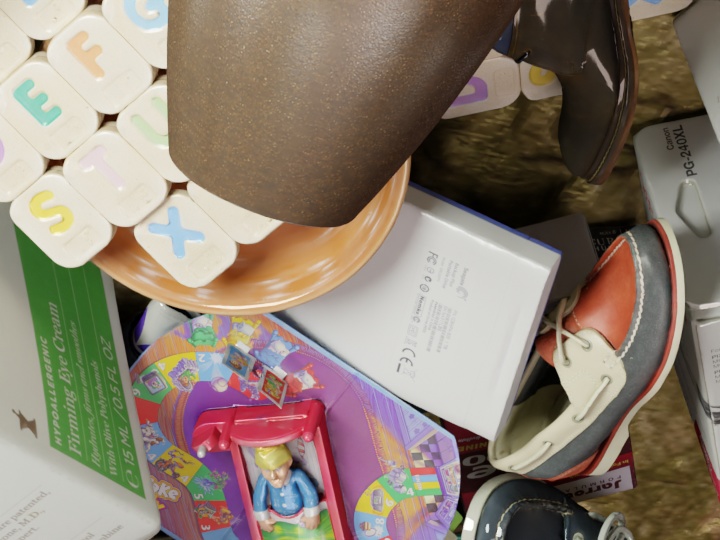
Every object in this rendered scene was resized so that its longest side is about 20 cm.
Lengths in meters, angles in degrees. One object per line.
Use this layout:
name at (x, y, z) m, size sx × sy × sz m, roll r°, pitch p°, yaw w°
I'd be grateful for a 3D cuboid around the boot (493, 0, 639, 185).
boot at (0.093, -0.128, 1.407) m, size 0.097 × 0.075 × 0.200 m, roll 0°, pitch 129°, yaw -4°

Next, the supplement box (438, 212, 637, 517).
supplement box at (0.095, 0.062, 1.601) m, size 0.109 × 0.061 × 0.200 m, roll -14°, pitch 141°, yaw 1°

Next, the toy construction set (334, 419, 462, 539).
toy construction set at (0.020, 0.150, 1.618) m, size 0.092 × 0.131 × 0.200 m, roll -37°, pitch 111°, yaw -18°

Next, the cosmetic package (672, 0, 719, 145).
cosmetic package at (0.242, -0.067, 1.431) m, size 0.102 × 0.200 × 0.074 m, roll 24°, pitch 128°, yaw -37°

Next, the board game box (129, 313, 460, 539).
board game box at (-0.048, 0.117, 1.522) m, size 0.200 × 0.039 × 0.158 m, roll 34°, pitch 118°, yaw -8°

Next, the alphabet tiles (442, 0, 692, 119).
alphabet tiles at (0.079, -0.157, 1.425) m, size 0.195 × 0.015 × 0.200 m, roll -11°, pitch 140°, yaw -3°

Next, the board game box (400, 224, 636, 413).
board game box at (0.059, 0.032, 1.626) m, size 0.200 × 0.028 × 0.135 m, roll -3°, pitch 138°, yaw -11°

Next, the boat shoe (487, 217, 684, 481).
boat shoe at (0.122, 0.046, 1.495) m, size 0.063 × 0.071 × 0.200 m, roll 2°, pitch 141°, yaw -15°

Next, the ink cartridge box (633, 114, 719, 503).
ink cartridge box at (0.219, 0.024, 1.572) m, size 0.083 × 0.145 × 0.200 m, roll -14°, pitch 140°, yaw 2°

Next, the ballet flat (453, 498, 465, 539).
ballet flat at (0.025, 0.181, 1.757) m, size 0.200 × 0.068 × 0.068 m, roll -29°, pitch 139°, yaw 17°

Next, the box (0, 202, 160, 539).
box at (-0.242, 0.080, 1.464) m, size 0.200 × 0.199 × 0.171 m, roll -36°, pitch 135°, yaw 22°

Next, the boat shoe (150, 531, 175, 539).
boat shoe at (-0.089, 0.140, 1.683) m, size 0.200 × 0.062 × 0.075 m, roll 1°, pitch 138°, yaw -17°

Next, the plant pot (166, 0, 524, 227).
plant pot at (-0.011, -0.128, 1.251) m, size 0.187 × 0.187 × 0.200 m, roll 11°, pitch 111°, yaw -26°

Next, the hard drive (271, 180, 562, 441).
hard drive at (0.000, 0.000, 1.482) m, size 0.200 × 0.025 × 0.132 m, roll 25°, pitch 134°, yaw 11°

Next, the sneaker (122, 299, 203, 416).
sneaker at (-0.145, 0.064, 1.577) m, size 0.200 × 0.081 × 0.147 m, roll 0°, pitch 129°, yaw -10°

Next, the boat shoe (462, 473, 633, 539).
boat shoe at (0.124, 0.172, 1.607) m, size 0.062 × 0.075 × 0.200 m, roll 18°, pitch 167°, yaw 34°

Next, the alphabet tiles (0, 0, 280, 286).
alphabet tiles at (-0.110, -0.087, 1.372) m, size 0.200 × 0.015 × 0.196 m, roll -37°, pitch 106°, yaw 26°

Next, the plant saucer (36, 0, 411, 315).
plant saucer at (-0.071, -0.072, 1.410) m, size 0.200 × 0.037 × 0.200 m, roll 5°, pitch 118°, yaw 9°
